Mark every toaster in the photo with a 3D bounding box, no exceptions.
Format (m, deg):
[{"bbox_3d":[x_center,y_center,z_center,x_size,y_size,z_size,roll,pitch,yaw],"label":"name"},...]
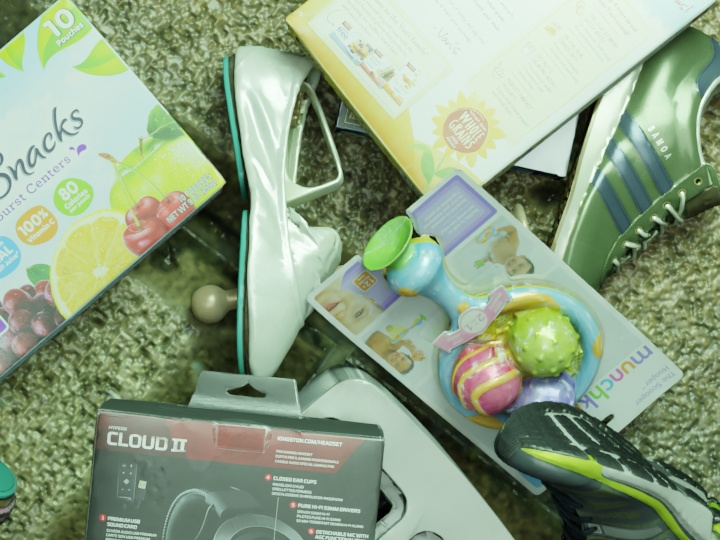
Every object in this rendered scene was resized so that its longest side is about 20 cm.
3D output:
[{"bbox_3d":[-0.005,0.164,1.307,0.200,0.119,0.181,-40,93,-3],"label":"toaster"}]

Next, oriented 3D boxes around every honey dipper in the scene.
[{"bbox_3d":[0.000,0.000,1.352,0.200,0.038,0.038,-12,91,1],"label":"honey dipper"}]

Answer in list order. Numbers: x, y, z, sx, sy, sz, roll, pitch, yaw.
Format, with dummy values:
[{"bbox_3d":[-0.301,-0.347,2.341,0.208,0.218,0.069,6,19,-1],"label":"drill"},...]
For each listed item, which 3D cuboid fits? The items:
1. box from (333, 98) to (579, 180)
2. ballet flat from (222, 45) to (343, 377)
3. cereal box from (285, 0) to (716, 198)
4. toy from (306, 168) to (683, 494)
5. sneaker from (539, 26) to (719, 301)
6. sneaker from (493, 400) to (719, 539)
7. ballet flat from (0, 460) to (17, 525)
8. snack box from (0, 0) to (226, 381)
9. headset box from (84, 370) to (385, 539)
[{"bbox_3d":[0.072,-0.164,1.352,0.136,0.038,0.200,12,89,-2],"label":"box"},{"bbox_3d":[-0.041,-0.035,1.314,0.069,0.069,0.200,-2,73,-3],"label":"ballet flat"},{"bbox_3d":[0.079,-0.144,1.309,0.200,0.040,0.144,-37,85,-2],"label":"cereal box"},{"bbox_3d":[0.079,0.046,1.298,0.115,0.047,0.200,-41,115,16],"label":"toy"},{"bbox_3d":[0.164,-0.047,1.342,0.090,0.067,0.200,19,86,2],"label":"sneaker"},{"bbox_3d":[0.139,0.139,1.304,0.200,0.074,0.081,33,99,-38],"label":"sneaker"},{"bbox_3d":[-0.280,0.078,1.323,0.071,0.069,0.200,-40,93,17],"label":"ballet flat"},{"bbox_3d":[-0.196,-0.037,1.328,0.200,0.053,0.142,-41,91,-3],"label":"snack box"},{"bbox_3d":[-0.068,0.153,1.206,0.149,0.077,0.200,5,91,-2],"label":"headset box"}]
